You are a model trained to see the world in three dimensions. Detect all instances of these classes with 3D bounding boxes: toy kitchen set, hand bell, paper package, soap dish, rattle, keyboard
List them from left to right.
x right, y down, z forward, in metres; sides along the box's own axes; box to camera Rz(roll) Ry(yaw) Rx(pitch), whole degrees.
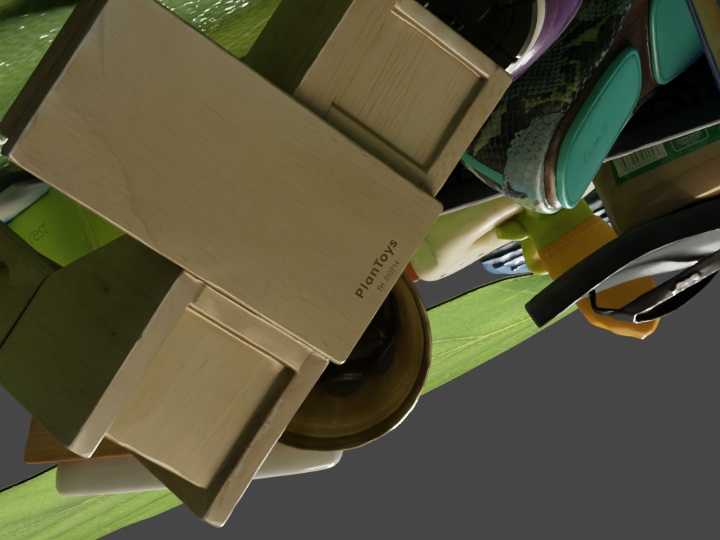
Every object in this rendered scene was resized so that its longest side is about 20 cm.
[{"bbox_3d":[-0.092,-0.051,0.903,0.163,0.180,0.200,33,90,-37],"label":"toy kitchen set"},{"bbox_3d":[-0.081,0.048,1.223,0.157,0.082,0.200,-6,-170,3],"label":"soap dish"},{"bbox_3d":[0.000,0.000,1.127,0.104,0.104,0.200,-27,-170,19],"label":"hand bell"},{"bbox_3d":[0.101,0.006,1.557,0.200,0.143,0.130,-39,-178,41],"label":"rattle"},{"bbox_3d":[0.095,-0.084,1.123,0.199,0.021,0.127,-18,-149,-14],"label":"keyboard"},{"bbox_3d":[0.221,-0.097,1.336,0.199,0.104,0.191,-25,171,10],"label":"paper package"}]

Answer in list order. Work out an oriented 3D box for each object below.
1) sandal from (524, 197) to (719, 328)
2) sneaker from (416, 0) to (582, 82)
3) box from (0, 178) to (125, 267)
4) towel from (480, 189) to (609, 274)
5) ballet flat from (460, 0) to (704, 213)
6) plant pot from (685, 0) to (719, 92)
[{"bbox_3d":[0.181,-0.009,1.280,0.200,0.043,0.076,-20,170,-21],"label":"sandal"},{"bbox_3d":[0.012,-0.073,1.005,0.200,0.076,0.087,-29,177,31],"label":"sneaker"},{"bbox_3d":[-0.104,-0.017,1.111,0.200,0.048,0.122,-17,169,-45],"label":"box"},{"bbox_3d":[0.181,-0.051,1.718,0.199,0.049,0.112,-26,173,13],"label":"towel"},{"bbox_3d":[0.105,-0.102,1.070,0.074,0.074,0.200,-33,-170,49],"label":"ballet flat"},{"bbox_3d":[0.248,-0.116,0.992,0.179,0.201,0.200,-7,162,-43],"label":"plant pot"}]
